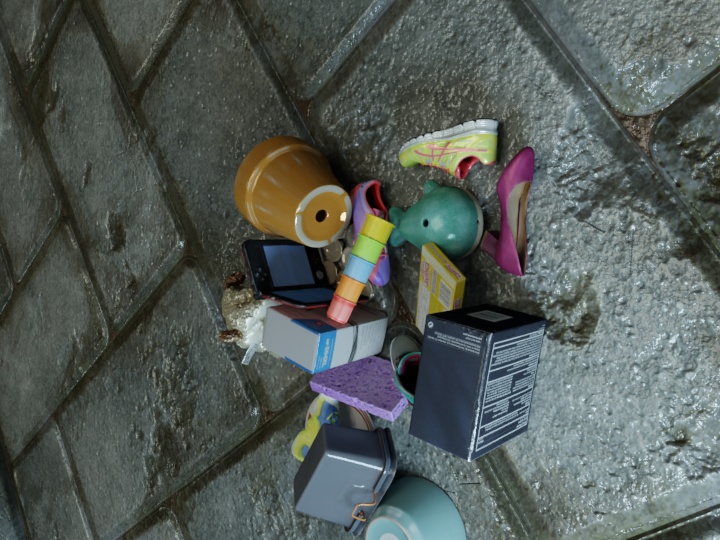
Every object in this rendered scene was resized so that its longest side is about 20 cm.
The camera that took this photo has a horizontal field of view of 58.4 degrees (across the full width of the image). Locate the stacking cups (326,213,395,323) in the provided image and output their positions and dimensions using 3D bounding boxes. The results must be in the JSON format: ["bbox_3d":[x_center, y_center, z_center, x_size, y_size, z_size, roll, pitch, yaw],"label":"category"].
[{"bbox_3d":[0.000,0.000,1.166,0.060,0.060,0.201,23,92,37],"label":"stacking cups"}]

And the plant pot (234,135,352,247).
[{"bbox_3d":[-0.116,-0.138,1.246,0.183,0.200,0.201,38,116,46],"label":"plant pot"}]

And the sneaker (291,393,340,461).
[{"bbox_3d":[-0.059,0.320,1.310,0.105,0.076,0.200,33,113,14],"label":"sneaker"}]

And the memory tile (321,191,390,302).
[{"bbox_3d":[-0.011,-0.049,1.304,0.153,0.017,0.201,24,108,37],"label":"memory tile"}]

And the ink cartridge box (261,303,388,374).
[{"bbox_3d":[-0.065,0.116,1.239,0.146,0.200,0.085,21,108,38],"label":"ink cartridge box"}]

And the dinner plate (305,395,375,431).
[{"bbox_3d":[-0.037,0.348,1.341,0.200,0.024,0.201,3,94,41],"label":"dinner plate"}]

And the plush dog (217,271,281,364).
[{"bbox_3d":[-0.253,0.100,1.418,0.172,0.160,0.201,34,138,57],"label":"plush dog"}]

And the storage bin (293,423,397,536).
[{"bbox_3d":[-0.037,0.389,1.204,0.146,0.134,0.200,-104,36,-60],"label":"storage bin"}]

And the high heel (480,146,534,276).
[{"bbox_3d":[0.262,-0.093,1.037,0.096,0.067,0.201,42,133,42],"label":"high heel"}]

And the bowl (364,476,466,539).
[{"bbox_3d":[0.084,0.496,1.193,0.200,0.105,0.202,1,92,40],"label":"bowl"}]

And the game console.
[{"bbox_3d":[-0.105,0.002,1.245,0.118,0.200,0.173,-26,75,37],"label":"game console"}]

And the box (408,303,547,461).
[{"bbox_3d":[0.188,0.168,1.026,0.123,0.200,0.199,14,101,38],"label":"box"}]

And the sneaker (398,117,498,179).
[{"bbox_3d":[0.150,-0.199,1.123,0.200,0.078,0.091,-9,93,42],"label":"sneaker"}]

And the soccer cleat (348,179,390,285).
[{"bbox_3d":[0.025,-0.072,1.217,0.076,0.067,0.201,-26,71,48],"label":"soccer cleat"}]

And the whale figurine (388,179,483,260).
[{"bbox_3d":[0.116,-0.082,1.138,0.200,0.104,0.160,3,94,43],"label":"whale figurine"}]

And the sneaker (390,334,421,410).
[{"bbox_3d":[0.092,0.169,1.129,0.121,0.083,0.200,75,174,-47],"label":"sneaker"}]

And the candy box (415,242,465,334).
[{"bbox_3d":[0.135,0.058,1.107,0.200,0.026,0.102,90,155,-44],"label":"candy box"}]

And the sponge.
[{"bbox_3d":[0.009,0.212,1.234,0.199,0.112,0.030,14,135,35],"label":"sponge"}]
